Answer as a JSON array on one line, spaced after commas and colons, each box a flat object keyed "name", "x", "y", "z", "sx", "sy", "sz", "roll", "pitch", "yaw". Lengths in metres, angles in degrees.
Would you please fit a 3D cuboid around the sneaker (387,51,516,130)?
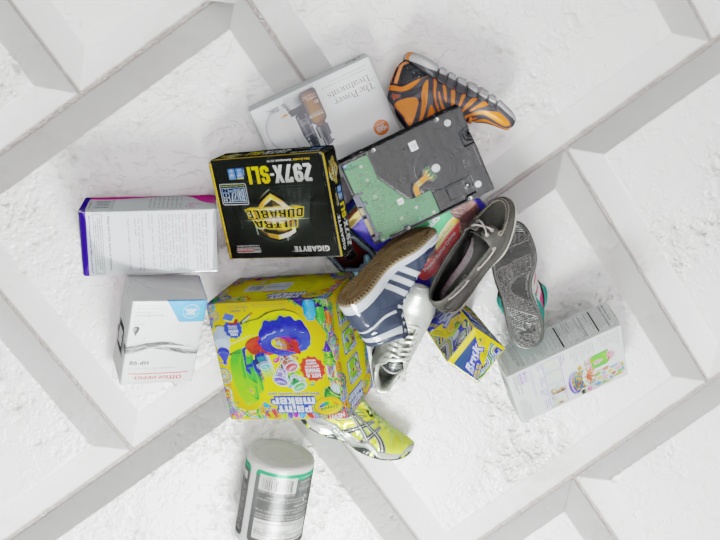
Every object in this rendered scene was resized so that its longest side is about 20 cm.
[{"name": "sneaker", "x": 0.131, "y": -0.239, "z": 1.625, "sx": 0.199, "sy": 0.078, "sz": 0.112, "roll": 27, "pitch": 91, "yaw": -2}]

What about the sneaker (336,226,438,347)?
[{"name": "sneaker", "x": 0.057, "y": 0.028, "z": 1.596, "sx": 0.200, "sy": 0.070, "sz": 0.109, "roll": -42, "pitch": 121, "yaw": -25}]

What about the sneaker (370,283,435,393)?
[{"name": "sneaker", "x": 0.067, "y": 0.106, "z": 1.673, "sx": 0.076, "sy": 0.081, "sz": 0.201, "roll": 17, "pitch": 129, "yaw": -2}]

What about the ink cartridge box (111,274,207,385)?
[{"name": "ink cartridge box", "x": -0.308, "y": 0.106, "z": 1.622, "sx": 0.115, "sy": 0.067, "sz": 0.201, "roll": -1, "pitch": 125, "yaw": -25}]

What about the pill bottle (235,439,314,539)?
[{"name": "pill bottle", "x": -0.144, "y": 0.389, "z": 1.740, "sx": 0.112, "sy": 0.113, "sz": 0.201, "roll": 8, "pitch": 104, "yaw": -10}]

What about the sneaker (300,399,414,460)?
[{"name": "sneaker", "x": 0.003, "y": 0.249, "z": 1.743, "sx": 0.199, "sy": 0.075, "sz": 0.077, "roll": 23, "pitch": 101, "yaw": -15}]

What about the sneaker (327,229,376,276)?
[{"name": "sneaker", "x": 0.000, "y": 0.000, "z": 1.664, "sx": 0.200, "sy": 0.096, "sz": 0.079, "roll": 43, "pitch": 96, "yaw": -16}]

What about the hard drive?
[{"name": "hard drive", "x": 0.082, "y": -0.142, "z": 1.587, "sx": 0.199, "sy": 0.038, "sz": 0.140, "roll": -26, "pitch": 106, "yaw": 0}]

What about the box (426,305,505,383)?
[{"name": "box", "x": 0.155, "y": 0.099, "z": 1.658, "sx": 0.064, "sy": 0.200, "sz": 0.070, "roll": 36, "pitch": 97, "yaw": -15}]

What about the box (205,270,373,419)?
[{"name": "box", "x": -0.104, "y": 0.115, "z": 1.630, "sx": 0.199, "sy": 0.122, "sz": 0.194, "roll": -4, "pitch": 108, "yaw": 22}]

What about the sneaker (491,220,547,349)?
[{"name": "sneaker", "x": 0.252, "y": 0.013, "z": 1.690, "sx": 0.083, "sy": 0.121, "sz": 0.201, "roll": -7, "pitch": 100, "yaw": 7}]

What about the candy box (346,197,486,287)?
[{"name": "candy box", "x": 0.097, "y": -0.080, "z": 1.666, "sx": 0.200, "sy": 0.077, "sz": 0.169, "roll": 41, "pitch": 96, "yaw": -15}]

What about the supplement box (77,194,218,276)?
[{"name": "supplement box", "x": -0.314, "y": -0.055, "z": 1.603, "sx": 0.199, "sy": 0.101, "sz": 0.104, "roll": -3, "pitch": 106, "yaw": -7}]

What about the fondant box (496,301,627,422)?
[{"name": "fondant box", "x": 0.329, "y": 0.152, "z": 1.739, "sx": 0.199, "sy": 0.058, "sz": 0.145, "roll": -24, "pitch": 138, "yaw": 0}]

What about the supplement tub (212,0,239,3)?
[{"name": "supplement tub", "x": -0.220, "y": -0.481, "z": 1.486, "sx": 0.131, "sy": 0.132, "sz": 0.201, "roll": 4, "pitch": 103, "yaw": -9}]

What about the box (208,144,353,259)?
[{"name": "box", "x": -0.119, "y": -0.099, "z": 1.593, "sx": 0.199, "sy": 0.049, "sz": 0.161, "roll": 0, "pitch": 109, "yaw": 28}]

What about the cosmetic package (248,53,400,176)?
[{"name": "cosmetic package", "x": -0.050, "y": -0.218, "z": 1.623, "sx": 0.199, "sy": 0.052, "sz": 0.151, "roll": -25, "pitch": 109, "yaw": 0}]

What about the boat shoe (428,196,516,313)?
[{"name": "boat shoe", "x": 0.169, "y": -0.025, "z": 1.608, "sx": 0.057, "sy": 0.067, "sz": 0.201, "roll": 21, "pitch": 101, "yaw": -56}]
